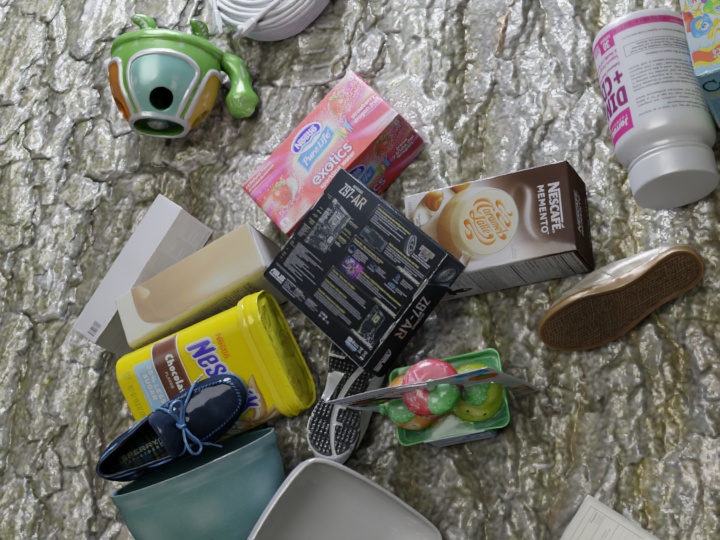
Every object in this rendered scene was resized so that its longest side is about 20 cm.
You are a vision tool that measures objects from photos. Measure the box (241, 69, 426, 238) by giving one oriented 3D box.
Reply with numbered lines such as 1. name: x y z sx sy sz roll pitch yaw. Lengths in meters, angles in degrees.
1. box: -0.032 -0.129 1.799 0.200 0.095 0.103 -46 58 3

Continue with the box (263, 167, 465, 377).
1. box: 0.000 0.000 1.683 0.200 0.043 0.161 40 96 37

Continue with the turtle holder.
1. turtle holder: -0.240 -0.241 1.928 0.141 0.185 0.133 -24 57 52

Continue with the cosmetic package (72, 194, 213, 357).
1. cosmetic package: -0.276 0.009 1.870 0.051 0.083 0.201 30 85 33

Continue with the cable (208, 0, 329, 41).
1. cable: -0.115 -0.403 1.957 0.199 0.069 0.201 -24 62 14

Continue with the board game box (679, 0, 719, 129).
1. board game box: 0.415 -0.220 1.563 0.104 0.200 0.104 -15 66 19

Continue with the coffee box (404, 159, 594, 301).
1. coffee box: 0.158 -0.043 1.687 0.199 0.080 0.115 -13 67 21

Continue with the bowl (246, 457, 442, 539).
1. bowl: -0.035 0.317 1.603 0.200 0.199 0.075 -58 16 -7

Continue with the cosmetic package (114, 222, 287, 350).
1. cosmetic package: -0.188 0.032 1.808 0.199 0.105 0.071 -29 61 11

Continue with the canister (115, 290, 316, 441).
1. canister: -0.173 0.130 1.749 0.199 0.087 0.149 -24 97 15

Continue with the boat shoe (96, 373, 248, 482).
1. boat shoe: -0.214 0.192 1.688 0.200 0.069 0.084 -39 86 13

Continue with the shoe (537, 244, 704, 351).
1. shoe: 0.286 0.027 1.622 0.199 0.070 0.053 -28 19 18

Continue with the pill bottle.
1. pill bottle: 0.330 -0.178 1.637 0.113 0.113 0.201 -17 65 19

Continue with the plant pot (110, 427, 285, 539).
1. plant pot: -0.166 0.278 1.671 0.199 0.200 0.135 -22 90 16

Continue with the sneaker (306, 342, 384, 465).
1. sneaker: -0.013 0.139 1.706 0.073 0.080 0.201 20 61 10

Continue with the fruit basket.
1. fruit basket: 0.082 0.140 1.587 0.184 0.200 0.094 -13 81 19

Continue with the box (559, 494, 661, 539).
1. box: 0.296 0.321 1.488 0.199 0.078 0.095 32 86 31
